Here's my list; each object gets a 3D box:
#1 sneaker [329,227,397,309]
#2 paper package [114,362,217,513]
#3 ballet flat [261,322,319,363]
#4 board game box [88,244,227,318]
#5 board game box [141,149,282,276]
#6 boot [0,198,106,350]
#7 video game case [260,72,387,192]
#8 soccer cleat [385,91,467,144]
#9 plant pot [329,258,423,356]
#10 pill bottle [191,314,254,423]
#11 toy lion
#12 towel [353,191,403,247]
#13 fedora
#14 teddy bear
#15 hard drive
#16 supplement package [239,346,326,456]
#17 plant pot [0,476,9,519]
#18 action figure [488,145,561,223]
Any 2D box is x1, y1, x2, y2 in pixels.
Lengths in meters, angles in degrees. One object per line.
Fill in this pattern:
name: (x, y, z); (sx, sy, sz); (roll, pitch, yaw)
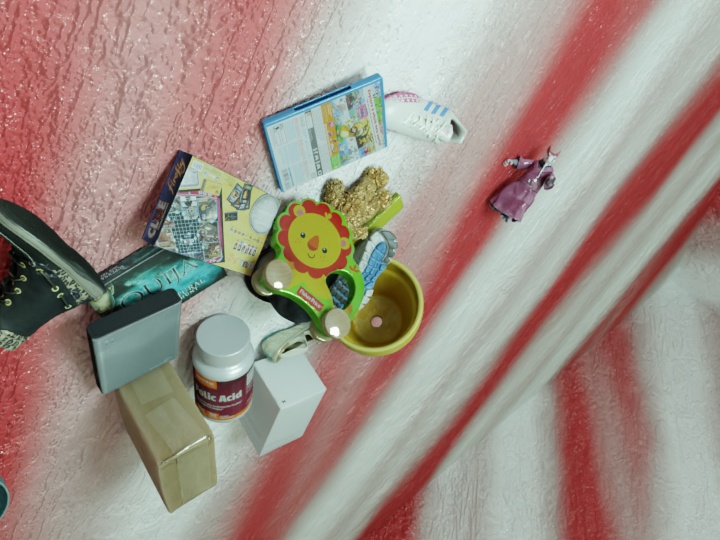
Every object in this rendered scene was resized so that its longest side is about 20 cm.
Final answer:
sneaker: (0.000, 0.000, 1.214); (0.075, 0.087, 0.201); (34, 100, -19)
paper package: (-0.343, 0.289, 1.093); (0.103, 0.200, 0.192); (-24, 143, -30)
ballet flat: (-0.115, 0.140, 1.311); (0.199, 0.062, 0.068); (-26, 145, -28)
board game box: (-0.316, 0.015, 0.964); (0.199, 0.028, 0.136); (-34, 148, -16)
board game box: (-0.215, -0.078, 0.924); (0.200, 0.034, 0.136); (24, 90, -57)
boot: (-0.439, 0.015, 0.781); (0.153, 0.074, 0.204); (-37, 149, -8)
video game case: (-0.050, -0.215, 0.977); (0.199, 0.018, 0.144); (-25, 145, -12)
soccer cleat: (0.112, -0.260, 1.074); (0.199, 0.086, 0.070); (-6, 133, -45)
plant pot: (0.032, 0.090, 1.313); (0.200, 0.201, 0.189); (-39, 164, -8)
pill bottle: (-0.255, 0.184, 1.152); (0.114, 0.114, 0.201); (-23, 143, -31)
toy lion: (-0.071, -0.012, 1.020); (0.069, 0.200, 0.192); (-24, -151, 58)
towel: (0.008, -0.073, 1.232); (0.200, 0.018, 0.086); (-44, 168, -2)
fedora: (-0.113, 0.033, 1.104); (0.199, 0.092, 0.201); (-12, 147, -8)
teddy bear: (-0.019, -0.108, 1.123); (0.199, 0.067, 0.146); (-23, 141, -32)
hard drive: (-0.357, 0.116, 0.984); (0.139, 0.033, 0.200); (-28, 160, -31)
supplement package: (-0.175, 0.283, 1.335); (0.119, 0.122, 0.201); (-16, 147, -36)
plant pot: (-0.616, 0.302, 0.856); (0.199, 0.135, 0.201); (-29, 146, -22)
action figure: (0.400, -0.196, 1.438); (0.200, 0.134, 0.149); (-50, 149, 15)
